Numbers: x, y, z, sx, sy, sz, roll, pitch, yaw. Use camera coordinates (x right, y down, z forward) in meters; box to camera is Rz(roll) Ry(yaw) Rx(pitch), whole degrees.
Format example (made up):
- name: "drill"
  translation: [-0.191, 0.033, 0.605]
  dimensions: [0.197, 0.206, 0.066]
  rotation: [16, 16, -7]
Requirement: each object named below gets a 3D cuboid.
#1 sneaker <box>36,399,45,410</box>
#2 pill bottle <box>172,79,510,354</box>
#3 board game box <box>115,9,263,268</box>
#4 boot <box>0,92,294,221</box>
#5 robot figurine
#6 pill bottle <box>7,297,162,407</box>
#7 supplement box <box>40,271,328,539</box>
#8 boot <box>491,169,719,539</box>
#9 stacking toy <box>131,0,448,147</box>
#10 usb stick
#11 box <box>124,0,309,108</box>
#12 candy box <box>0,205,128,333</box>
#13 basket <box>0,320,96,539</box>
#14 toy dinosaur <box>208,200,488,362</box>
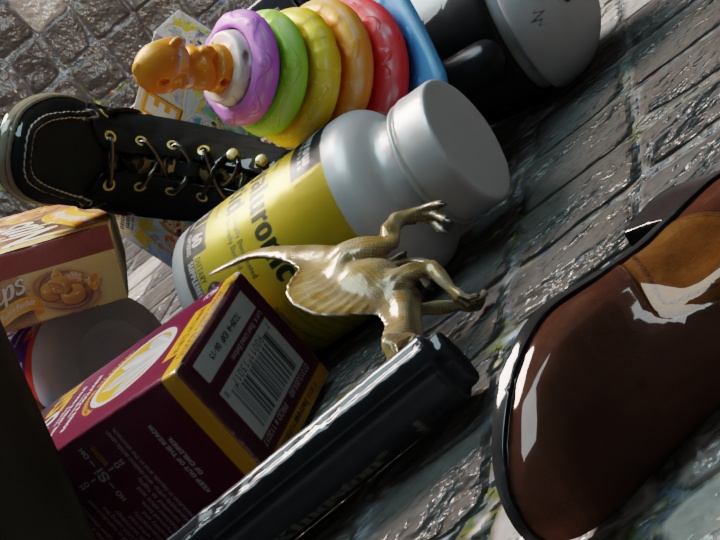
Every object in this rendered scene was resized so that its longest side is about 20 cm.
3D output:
- name: "sneaker"
  translation: [-0.248, 0.182, 1.158]
  dimensions: [0.201, 0.078, 0.075]
  rotation: [-57, 25, 4]
- name: "pill bottle"
  translation: [-0.010, -0.027, 1.051]
  dimensions: [0.199, 0.112, 0.112]
  rotation: [-34, 15, 27]
- name: "board game box"
  translation: [-0.107, -0.073, 1.265]
  dimensions: [0.034, 0.134, 0.201]
  rotation: [-50, -12, -43]
- name: "boot"
  translation: [-0.126, -0.069, 1.137]
  dimensions: [0.152, 0.074, 0.203]
  rotation: [8, 1, 24]
- name: "robot figurine"
  translation: [0.066, -0.159, 1.194]
  dimensions: [0.199, 0.125, 0.152]
  rotation: [-25, 61, 23]
- name: "pill bottle"
  translation: [-0.224, 0.092, 1.276]
  dimensions: [0.199, 0.113, 0.113]
  rotation: [-25, 20, 49]
- name: "supplement box"
  translation: [-0.127, 0.103, 1.021]
  dimensions: [0.199, 0.086, 0.111]
  rotation: [-34, 15, 31]
- name: "boot"
  translation: [0.155, 0.019, 0.591]
  dimensions: [0.188, 0.069, 0.199]
  rotation: [-41, 18, -35]
- name: "stacking toy"
  translation: [-0.056, -0.120, 1.070]
  dimensions: [0.198, 0.110, 0.116]
  rotation: [-1, -37, -40]
- name: "usb stick"
  translation: [-0.029, 0.103, 0.828]
  dimensions: [0.200, 0.055, 0.033]
  rotation: [-40, 57, 7]
- name: "box"
  translation: [-0.078, -0.122, 1.436]
  dimensions: [0.199, 0.149, 0.104]
  rotation: [-35, -3, 20]
- name: "candy box"
  translation: [-0.223, -0.006, 1.214]
  dimensions: [0.114, 0.056, 0.200]
  rotation: [-17, 12, -6]
- name: "basket"
  translation: [-0.236, 0.095, 0.922]
  dimensions: [0.179, 0.201, 0.136]
  rotation: [-30, 14, 5]
- name: "toy dinosaur"
  translation: [0.000, 0.000, 0.931]
  dimensions: [0.100, 0.059, 0.199]
  rotation: [-19, 30, -29]
